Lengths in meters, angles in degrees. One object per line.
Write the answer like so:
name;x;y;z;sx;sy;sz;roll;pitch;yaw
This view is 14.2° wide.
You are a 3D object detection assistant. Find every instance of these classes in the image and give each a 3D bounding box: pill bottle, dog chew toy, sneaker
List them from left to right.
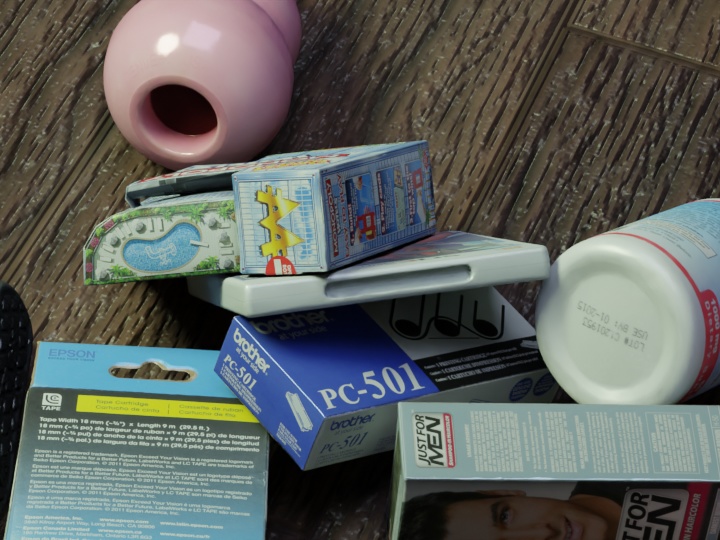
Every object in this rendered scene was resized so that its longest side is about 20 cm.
sneaker;-0.248;0.089;1.695;0.082;0.072;0.201;-10;41;19
dog chew toy;-0.093;-0.152;1.901;0.124;0.125;0.200;12;37;7
pill bottle;0.197;0.017;1.732;0.109;0.109;0.200;33;28;24

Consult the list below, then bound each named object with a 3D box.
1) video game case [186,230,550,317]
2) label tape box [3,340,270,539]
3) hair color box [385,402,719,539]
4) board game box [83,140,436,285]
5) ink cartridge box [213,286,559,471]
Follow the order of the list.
video game case;0.000;0.000;1.735;0.181;0.023;0.200;-7;4;-13
label tape box;-0.124;0.128;1.649;0.143;0.064;0.200;4;35;-2
hair color box;0.117;0.129;1.652;0.199;0.099;0.061;1;46;-4
board game box;-0.061;-0.034;1.720;0.199;0.062;0.200;-5;5;6
ink cartridge box;0.020;0.057;1.709;0.199;0.044;0.094;-11;45;-42
